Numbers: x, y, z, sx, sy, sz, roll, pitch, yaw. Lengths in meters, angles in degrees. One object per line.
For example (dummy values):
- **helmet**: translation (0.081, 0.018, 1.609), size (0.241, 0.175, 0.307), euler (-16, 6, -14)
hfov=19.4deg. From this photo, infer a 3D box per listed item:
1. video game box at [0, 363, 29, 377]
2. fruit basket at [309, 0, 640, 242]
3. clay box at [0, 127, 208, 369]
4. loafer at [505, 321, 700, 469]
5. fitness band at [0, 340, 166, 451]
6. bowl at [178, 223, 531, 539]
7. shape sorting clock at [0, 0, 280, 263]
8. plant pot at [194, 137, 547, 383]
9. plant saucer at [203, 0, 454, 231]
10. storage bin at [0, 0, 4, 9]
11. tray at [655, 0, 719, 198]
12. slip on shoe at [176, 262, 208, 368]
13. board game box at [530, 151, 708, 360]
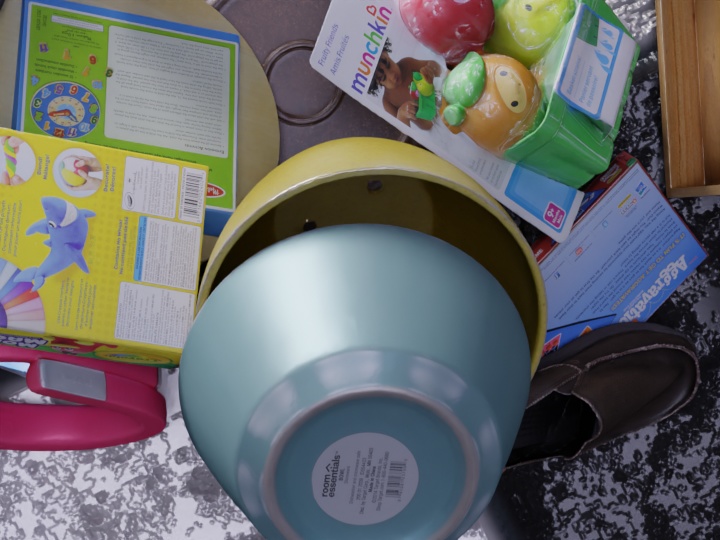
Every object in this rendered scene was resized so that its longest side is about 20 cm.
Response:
- **video game box**: translation (-0.254, -0.053, 1.336), size (0.182, 0.047, 0.200), euler (20, 90, -1)
- **fruit basket**: translation (0.076, -0.141, 1.288), size (0.200, 0.094, 0.185), euler (37, 52, -24)
- **clay box**: translation (-0.190, -0.017, 1.179), size (0.200, 0.048, 0.115), euler (10, 74, -19)
- **loafer**: translation (0.136, 0.090, 1.315), size (0.200, 0.071, 0.073), euler (-16, 121, -24)
- **fitness band**: translation (-0.206, 0.074, 1.268), size (0.143, 0.200, 0.038), euler (-13, 69, 32)
- **bowl**: translation (0.002, 0.085, 1.150), size (0.200, 0.105, 0.201), euler (-3, 118, -5)
- **shape sorting clock**: translation (-0.144, -0.091, 1.273), size (0.200, 0.039, 0.200), euler (10, 64, -21)
- **plant pot**: translation (0.000, 0.000, 1.244), size (0.200, 0.142, 0.200), euler (-3, 118, -5)
- **plant saucer**: translation (-0.035, -0.116, 1.337), size (0.200, 0.034, 0.201), euler (0, 85, 2)
- **storage bin**: translation (-0.271, -0.227, 1.257), size (0.135, 0.094, 0.200), euler (9, 62, 21)
- **tray**: translation (0.229, -0.148, 1.329), size (0.037, 0.099, 0.200), euler (-5, 92, -27)
- **slip on shoe**: translation (-0.153, 0.034, 1.307), size (0.200, 0.076, 0.061), euler (-4, 130, -30)
- **board game box**: translation (0.126, 0.029, 1.337), size (0.200, 0.019, 0.103), euler (-46, 126, -4)
